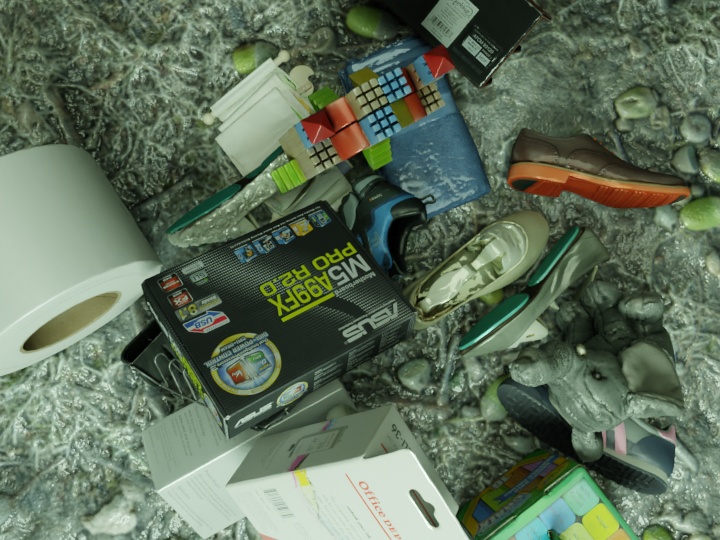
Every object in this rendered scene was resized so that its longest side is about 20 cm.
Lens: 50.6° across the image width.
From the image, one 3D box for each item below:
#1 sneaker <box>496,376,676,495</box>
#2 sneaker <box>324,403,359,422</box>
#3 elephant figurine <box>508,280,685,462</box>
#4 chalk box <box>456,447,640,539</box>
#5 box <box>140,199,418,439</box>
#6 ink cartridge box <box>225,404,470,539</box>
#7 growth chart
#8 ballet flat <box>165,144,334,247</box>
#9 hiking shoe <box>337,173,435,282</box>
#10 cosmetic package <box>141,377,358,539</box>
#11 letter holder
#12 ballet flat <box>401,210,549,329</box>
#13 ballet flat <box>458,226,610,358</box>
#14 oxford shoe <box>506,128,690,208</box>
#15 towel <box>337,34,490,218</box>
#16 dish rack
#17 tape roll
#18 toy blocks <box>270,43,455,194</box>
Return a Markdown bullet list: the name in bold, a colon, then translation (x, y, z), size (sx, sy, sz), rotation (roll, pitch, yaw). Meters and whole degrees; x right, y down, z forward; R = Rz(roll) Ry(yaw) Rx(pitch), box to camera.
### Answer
- **sneaker**: translation (0.244, 0.157, 0.818), size (0.200, 0.070, 0.082), rotation (32, 61, 3)
- **sneaker**: translation (-0.012, 0.212, 0.738), size (0.111, 0.200, 0.077), rotation (-39, 52, -5)
- **elephant figurine**: translation (0.226, 0.109, 0.719), size (0.155, 0.200, 0.142), rotation (14, 121, 18)
- **chalk box**: translation (0.186, 0.262, 0.725), size (0.124, 0.200, 0.125), rotation (-36, 86, -6)
- **box**: translation (-0.074, 0.036, 0.700), size (0.200, 0.044, 0.160), rotation (-26, 60, -22)
- **ink cartridge box**: translation (-0.001, 0.186, 0.635), size (0.200, 0.068, 0.117), rotation (-21, 109, 36)
- **growth chart**: translation (-0.081, -0.139, 0.858), size (0.144, 0.018, 0.200), rotation (-33, 85, -6)
- **ballet flat**: translation (-0.109, -0.075, 0.808), size (0.200, 0.072, 0.072), rotation (-38, 86, -6)
- **hiking shoe**: translation (0.000, 0.000, 0.793), size (0.087, 0.074, 0.201), rotation (24, 95, 30)
- **cosmetic package**: translation (-0.100, 0.167, 0.762), size (0.200, 0.113, 0.081), rotation (-28, 45, -8)
- **letter holder**: translation (0.105, -0.312, 0.856), size (0.200, 0.142, 0.101), rotation (43, 115, 3)
- **ballet flat**: translation (0.127, -0.004, 0.823), size (0.200, 0.069, 0.070), rotation (-37, 85, -6)
- **ballet flat**: translation (0.194, 0.037, 0.823), size (0.200, 0.067, 0.064), rotation (-45, 95, -6)
- **oxford shoe**: translation (0.266, -0.116, 0.843), size (0.199, 0.071, 0.073), rotation (10, 78, -1)
- **towel**: translation (0.061, -0.155, 0.850), size (0.111, 0.049, 0.201), rotation (-22, 83, -4)
- **dish rack**: translation (-0.118, 0.072, 0.746), size (0.200, 0.055, 0.154), rotation (13, 52, 38)
- **tape roll**: translation (-0.316, -0.007, 0.740), size (0.202, 0.203, 0.139), rotation (-33, 85, -6)
- **toy blocks**: translation (0.009, -0.150, 0.739), size (0.200, 0.137, 0.100), rotation (-31, 98, -15)
